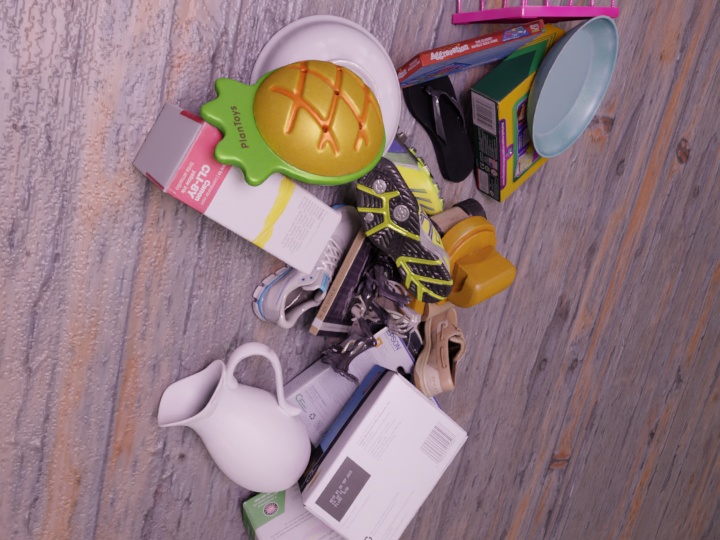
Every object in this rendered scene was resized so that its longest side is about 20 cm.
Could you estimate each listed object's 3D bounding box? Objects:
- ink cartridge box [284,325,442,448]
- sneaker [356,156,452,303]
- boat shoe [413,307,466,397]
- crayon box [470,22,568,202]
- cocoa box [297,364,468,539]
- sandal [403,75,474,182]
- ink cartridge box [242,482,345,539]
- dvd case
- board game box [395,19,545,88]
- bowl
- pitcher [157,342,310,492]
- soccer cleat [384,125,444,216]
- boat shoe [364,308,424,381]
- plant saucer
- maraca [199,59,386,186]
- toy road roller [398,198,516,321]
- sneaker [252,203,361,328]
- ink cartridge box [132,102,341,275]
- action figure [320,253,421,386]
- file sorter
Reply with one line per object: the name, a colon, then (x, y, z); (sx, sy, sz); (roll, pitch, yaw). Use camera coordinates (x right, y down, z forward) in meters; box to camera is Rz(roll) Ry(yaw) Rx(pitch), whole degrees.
ink cartridge box: (0.004, 0.200, 0.938); (0.198, 0.043, 0.199); (-34, 117, -6)
sneaker: (0.054, -0.054, 0.776); (0.074, 0.077, 0.203); (-20, 115, 18)
boat shoe: (0.136, 0.121, 0.959); (0.072, 0.063, 0.202); (63, 29, -26)
crayon box: (0.248, -0.234, 0.935); (0.172, 0.058, 0.202); (-42, 145, -17)
cocoa box: (0.023, 0.251, 0.830); (0.132, 0.131, 0.202); (38, 81, -6)
sandal: (0.127, -0.218, 0.898); (0.076, 0.043, 0.201); (-44, 126, -12)
ink cartridge box: (-0.067, 0.408, 0.893); (0.143, 0.201, 0.089); (-20, 142, -28)
dvd case: (0.000, 0.000, 0.858); (0.204, 0.016, 0.148); (-64, 165, 0)
board game box: (0.136, -0.281, 0.806); (0.196, 0.102, 0.020); (-23, 95, -22)
bowl: (-0.032, -0.198, 0.728); (0.195, 0.090, 0.207); (-4, 106, -15)
pitcher: (-0.137, 0.193, 0.808); (0.170, 0.122, 0.200); (-35, 122, 13)
soccer cleat: (0.052, -0.139, 0.875); (0.083, 0.065, 0.200); (-37, 131, 11)
boat shoe: (0.063, 0.132, 0.962); (0.202, 0.073, 0.063); (57, 34, -38)
plant saucer: (0.297, -0.264, 0.882); (0.198, 0.036, 0.204); (-31, 139, -30)
maraca: (-0.060, -0.146, 0.616); (0.196, 0.107, 0.140); (-13, 71, -31)
toy road roller: (0.142, 0.009, 0.903); (0.121, 0.146, 0.203); (-21, 140, -26)
sneaker: (-0.055, 0.000, 0.826); (0.202, 0.086, 0.075); (-52, 126, -9)
ink cartridge box: (-0.137, -0.090, 0.695); (0.198, 0.144, 0.085); (32, 89, -38)
action figure: (0.030, 0.056, 0.832); (0.203, 0.100, 0.119); (-59, 173, -7)
file sorter: (0.246, -0.414, 0.850); (0.196, 0.138, 0.129); (-13, 112, -30)
